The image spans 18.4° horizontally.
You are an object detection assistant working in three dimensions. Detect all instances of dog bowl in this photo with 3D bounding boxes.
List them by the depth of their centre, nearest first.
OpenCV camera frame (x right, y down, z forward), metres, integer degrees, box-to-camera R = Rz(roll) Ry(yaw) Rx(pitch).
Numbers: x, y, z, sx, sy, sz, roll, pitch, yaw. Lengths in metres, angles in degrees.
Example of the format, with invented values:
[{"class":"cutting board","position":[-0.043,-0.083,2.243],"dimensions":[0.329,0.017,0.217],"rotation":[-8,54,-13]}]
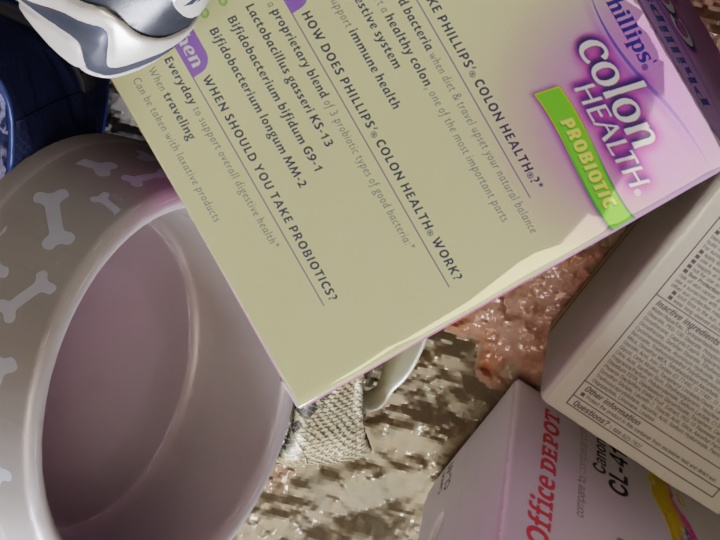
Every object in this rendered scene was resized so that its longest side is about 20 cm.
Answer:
[{"class":"dog bowl","position":[-0.098,0.046,0.926],"dimensions":[0.058,0.200,0.202],"rotation":[13,122,32]}]

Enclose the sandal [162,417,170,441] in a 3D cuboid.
[{"class":"sandal","position":[-0.129,0.115,1.069],"dimensions":[0.059,0.079,0.208],"rotation":[17,120,-3]}]

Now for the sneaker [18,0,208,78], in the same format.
[{"class":"sneaker","position":[-0.114,-0.168,0.768],"dimensions":[0.199,0.079,0.129],"rotation":[50,141,-5]}]

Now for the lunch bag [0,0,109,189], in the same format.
[{"class":"lunch bag","position":[-0.188,-0.023,0.977],"dimensions":[0.135,0.132,0.201],"rotation":[16,110,12]}]

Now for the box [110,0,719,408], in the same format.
[{"class":"box","position":[0.025,-0.076,0.872],"dimensions":[0.199,0.097,0.177],"rotation":[-30,91,21]}]

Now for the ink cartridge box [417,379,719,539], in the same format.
[{"class":"ink cartridge box","position":[0.127,0.161,1.015],"dimensions":[0.199,0.148,0.086],"rotation":[32,117,-9]}]

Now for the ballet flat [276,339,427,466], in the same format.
[{"class":"ballet flat","position":[0.000,0.000,1.005],"dimensions":[0.075,0.068,0.201],"rotation":[2,118,-15]}]

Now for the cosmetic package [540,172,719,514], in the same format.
[{"class":"cosmetic package","position":[0.175,-0.003,0.967],"dimensions":[0.103,0.073,0.200],"rotation":[33,116,-8]}]
